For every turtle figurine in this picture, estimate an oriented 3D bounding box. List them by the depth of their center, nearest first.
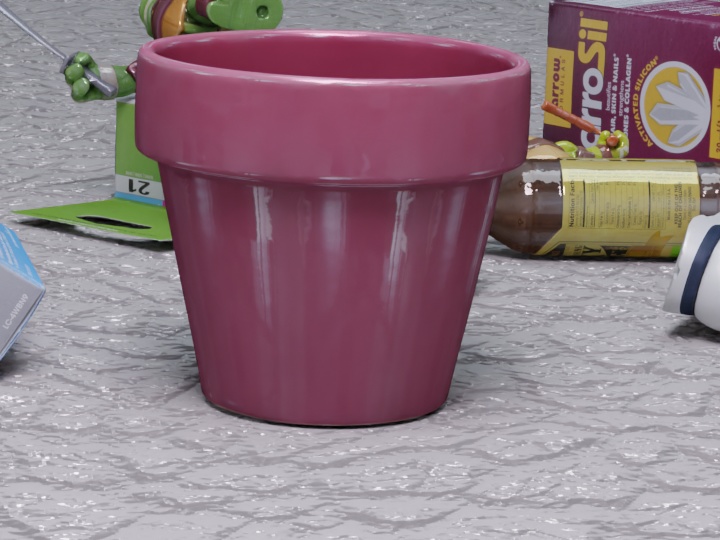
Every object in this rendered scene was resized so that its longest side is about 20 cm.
[{"bbox_3d":[-0.143,-0.173,1.968,0.144,0.200,0.194,-38,28,-9],"label":"turtle figurine"},{"bbox_3d":[0.116,-0.070,2.046,0.200,0.065,0.161,4,16,-32],"label":"turtle figurine"}]

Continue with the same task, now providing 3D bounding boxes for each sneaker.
[{"bbox_3d":[0.241,-0.001,1.752,0.080,0.077,0.200,18,21,18],"label":"sneaker"}]

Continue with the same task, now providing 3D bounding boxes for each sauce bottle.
[{"bbox_3d":[0.133,-0.041,1.909,0.200,0.065,0.065,2,12,-2],"label":"sauce bottle"}]

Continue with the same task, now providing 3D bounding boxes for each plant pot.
[{"bbox_3d":[-0.015,-0.023,1.522,0.200,0.179,0.200,1,12,0],"label":"plant pot"}]

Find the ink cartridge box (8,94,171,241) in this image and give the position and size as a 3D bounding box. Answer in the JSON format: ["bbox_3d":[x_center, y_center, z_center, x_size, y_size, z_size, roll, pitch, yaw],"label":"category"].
[{"bbox_3d":[-0.112,-0.072,1.993,0.148,0.076,0.200,11,14,39],"label":"ink cartridge box"}]

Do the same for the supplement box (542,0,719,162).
[{"bbox_3d":[0.238,-0.128,2.177,0.103,0.131,0.200,-9,15,-42],"label":"supplement box"}]

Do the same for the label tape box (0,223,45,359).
[{"bbox_3d":[-0.272,-0.032,1.584,0.200,0.066,0.143,31,4,-18],"label":"label tape box"}]
